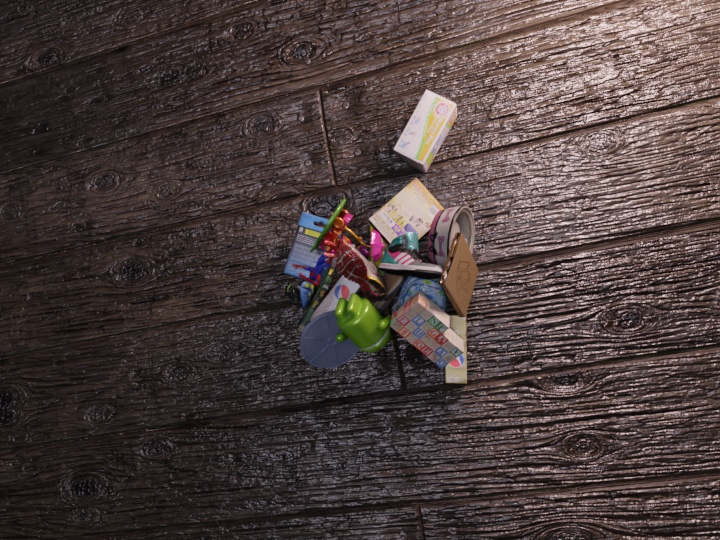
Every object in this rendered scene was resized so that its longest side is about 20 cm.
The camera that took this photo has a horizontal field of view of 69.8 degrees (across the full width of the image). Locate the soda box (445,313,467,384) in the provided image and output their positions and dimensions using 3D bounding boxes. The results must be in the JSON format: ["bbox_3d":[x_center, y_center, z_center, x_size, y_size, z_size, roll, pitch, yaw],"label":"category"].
[{"bbox_3d":[0.281,0.229,1.519,0.064,0.068,0.200,0,88,12],"label":"soda box"}]

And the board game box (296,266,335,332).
[{"bbox_3d":[-0.135,0.090,1.554,0.023,0.105,0.200,29,126,-6],"label":"board game box"}]

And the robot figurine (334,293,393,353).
[{"bbox_3d":[0.010,0.158,1.498,0.175,0.116,0.200,-22,124,28],"label":"robot figurine"}]

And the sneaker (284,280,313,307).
[{"bbox_3d":[-0.189,0.071,1.558,0.083,0.200,0.071,23,76,-5],"label":"sneaker"}]

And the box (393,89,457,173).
[{"bbox_3d":[0.195,-0.411,1.535,0.101,0.112,0.200,30,93,11],"label":"box"}]

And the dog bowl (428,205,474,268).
[{"bbox_3d":[0.259,-0.088,1.477,0.074,0.200,0.201,9,90,31],"label":"dog bowl"}]

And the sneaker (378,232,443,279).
[{"bbox_3d":[0.150,-0.045,1.437,0.200,0.084,0.121,8,76,37],"label":"sneaker"}]

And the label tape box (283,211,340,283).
[{"bbox_3d":[-0.140,-0.066,1.621,0.144,0.063,0.200,18,92,10],"label":"label tape box"}]

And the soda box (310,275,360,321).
[{"bbox_3d":[-0.069,0.094,1.602,0.068,0.064,0.200,39,96,11],"label":"soda box"}]

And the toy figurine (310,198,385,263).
[{"bbox_3d":[-0.026,-0.079,1.515,0.184,0.150,0.200,34,123,-5],"label":"toy figurine"}]

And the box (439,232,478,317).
[{"bbox_3d":[0.278,0.016,1.438,0.021,0.200,0.164,6,62,31],"label":"box"}]

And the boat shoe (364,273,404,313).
[{"bbox_3d":[0.069,0.077,1.555,0.200,0.065,0.072,-48,36,25],"label":"boat shoe"}]

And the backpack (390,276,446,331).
[{"bbox_3d":[0.178,0.098,1.499,0.163,0.154,0.200,17,92,9],"label":"backpack"}]

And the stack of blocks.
[{"bbox_3d":[0.194,0.165,1.423,0.200,0.059,0.115,41,118,-12],"label":"stack of blocks"}]

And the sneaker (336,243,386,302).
[{"bbox_3d":[0.000,0.000,1.470,0.078,0.082,0.200,-29,115,19],"label":"sneaker"}]

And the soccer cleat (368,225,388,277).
[{"bbox_3d":[0.053,-0.058,1.580,0.084,0.065,0.201,-17,85,13],"label":"soccer cleat"}]

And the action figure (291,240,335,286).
[{"bbox_3d":[-0.145,-0.013,1.506,0.099,0.200,0.065,12,54,-14],"label":"action figure"}]

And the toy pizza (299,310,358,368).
[{"bbox_3d":[-0.089,0.208,1.575,0.200,0.032,0.201,-8,115,-17],"label":"toy pizza"}]

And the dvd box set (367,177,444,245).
[{"bbox_3d":[0.141,-0.159,1.538,0.200,0.029,0.146,-43,91,-12],"label":"dvd box set"}]
